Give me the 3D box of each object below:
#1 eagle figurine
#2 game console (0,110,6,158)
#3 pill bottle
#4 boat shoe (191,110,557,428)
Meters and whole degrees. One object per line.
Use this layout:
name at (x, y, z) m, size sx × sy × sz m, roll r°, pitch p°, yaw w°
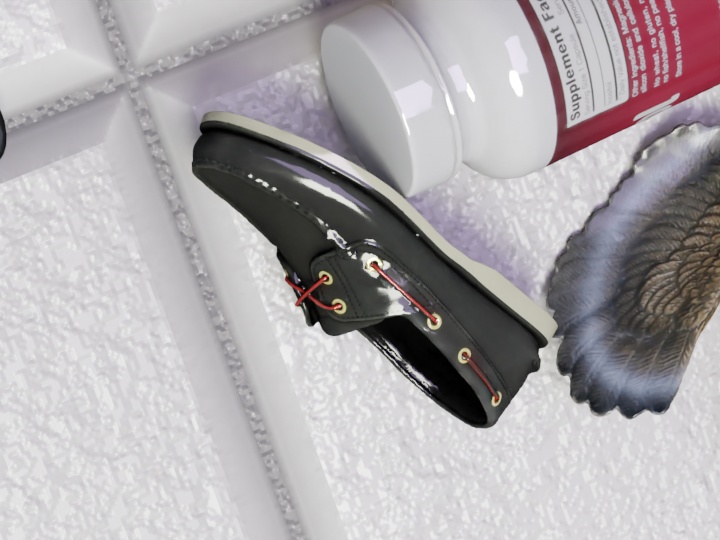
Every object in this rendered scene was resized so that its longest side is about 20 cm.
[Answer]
eagle figurine at (0.195, -0.011, 1.142) m, size 0.152 × 0.151 × 0.200 m, roll 40°, pitch 116°, yaw 18°
game console at (-0.246, -0.086, 0.947) m, size 0.200 × 0.118 × 0.171 m, roll -22°, pitch 103°, yaw -17°
pill bottle at (0.088, -0.111, 1.078) m, size 0.200 × 0.113 × 0.113 m, roll -25°, pitch 104°, yaw -16°
boat shoe at (0.001, 0.000, 1.077) m, size 0.201 × 0.074 × 0.063 m, roll 37°, pitch 74°, yaw -25°
